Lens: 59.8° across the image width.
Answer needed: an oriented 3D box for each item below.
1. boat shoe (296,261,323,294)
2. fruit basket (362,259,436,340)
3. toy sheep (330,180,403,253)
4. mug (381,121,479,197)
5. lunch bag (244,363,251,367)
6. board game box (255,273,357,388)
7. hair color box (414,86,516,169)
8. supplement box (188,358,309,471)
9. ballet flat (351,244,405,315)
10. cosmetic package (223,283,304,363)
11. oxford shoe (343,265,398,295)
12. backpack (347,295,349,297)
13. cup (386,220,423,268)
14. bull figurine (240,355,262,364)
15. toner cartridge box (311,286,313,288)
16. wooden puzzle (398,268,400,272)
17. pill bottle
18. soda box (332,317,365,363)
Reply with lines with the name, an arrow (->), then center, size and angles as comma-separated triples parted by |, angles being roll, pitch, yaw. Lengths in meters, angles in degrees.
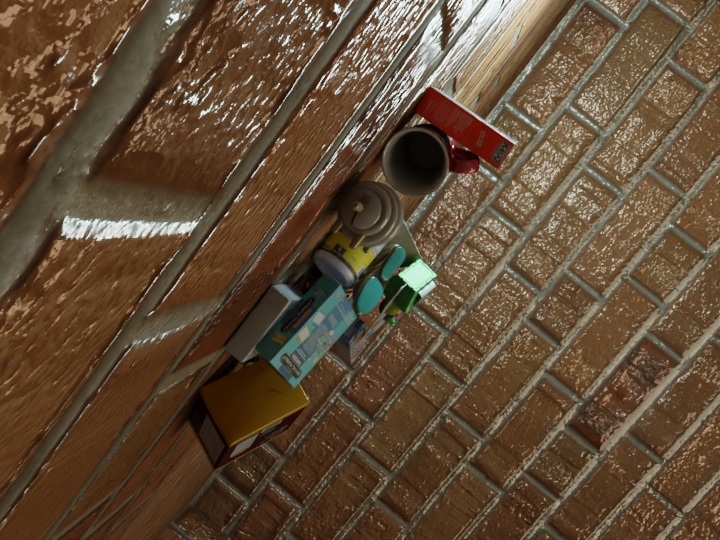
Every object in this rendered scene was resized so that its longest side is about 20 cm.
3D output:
boat shoe -> -0.114, 0.032, 1.467 | 0.201, 0.072, 0.072 | -59, -155, 5
fruit basket -> 0.100, 0.076, 1.520 | 0.185, 0.094, 0.201 | -33, 156, -49
toy sheep -> 0.016, -0.105, 1.184 | 0.138, 0.138, 0.200 | -52, 170, 8
mug -> 0.146, -0.227, 1.290 | 0.134, 0.177, 0.200 | -55, 179, 25
lunch bag -> -0.256, 0.261, 1.711 | 0.161, 0.077, 0.200 | -54, 176, 31
board game box -> -0.103, 0.123, 1.252 | 0.200, 0.047, 0.151 | -47, 151, -14
hair color box -> 0.211, -0.284, 1.245 | 0.061, 0.199, 0.101 | -57, 174, 19
supplement box -> -0.249, 0.310, 1.376 | 0.196, 0.133, 0.200 | -22, 160, -34
ballet flat -> 0.024, 0.018, 1.383 | 0.072, 0.068, 0.201 | 7, -127, 43
cosmetic package -> -0.186, 0.101, 1.263 | 0.151, 0.052, 0.200 | -50, 177, 3
oxford shoe -> 0.000, 0.000, 1.450 | 0.199, 0.071, 0.073 | -25, 118, -33
backpack -> -0.121, 0.140, 1.683 | 0.200, 0.153, 0.176 | -44, -177, 24
cup -> 0.053, -0.081, 1.576 | 0.143, 0.201, 0.200 | -27, 179, 6
bull figurine -> -0.218, 0.177, 1.490 | 0.200, 0.065, 0.122 | -45, 177, -43
toner cartridge box -> -0.100, 0.100, 1.384 | 0.095, 0.043, 0.200 | -51, 168, -6
wooden puzzle -> 0.008, 0.010, 1.647 | 0.200, 0.184, 0.047 | -96, -177, -78
pill bottle -> -0.005, -0.069, 1.382 | 0.200, 0.109, 0.109 | -50, 176, -21
soda box -> -0.031, 0.164, 1.548 | 0.064, 0.068, 0.200 | -50, 164, -17
